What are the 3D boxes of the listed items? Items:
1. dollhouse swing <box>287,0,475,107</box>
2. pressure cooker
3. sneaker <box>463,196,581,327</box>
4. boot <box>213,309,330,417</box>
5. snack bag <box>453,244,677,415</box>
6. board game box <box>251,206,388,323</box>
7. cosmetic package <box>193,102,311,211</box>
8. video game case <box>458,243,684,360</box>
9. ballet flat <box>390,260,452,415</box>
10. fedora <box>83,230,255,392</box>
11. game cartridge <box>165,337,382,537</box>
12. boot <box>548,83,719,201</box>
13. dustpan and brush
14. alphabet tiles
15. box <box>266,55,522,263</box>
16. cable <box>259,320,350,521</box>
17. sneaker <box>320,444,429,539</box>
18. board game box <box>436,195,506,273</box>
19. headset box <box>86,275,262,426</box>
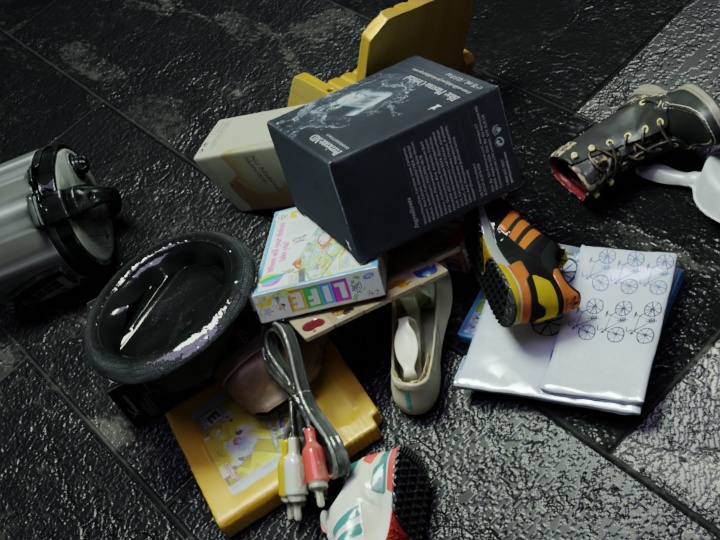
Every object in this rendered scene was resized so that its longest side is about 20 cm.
[{"bbox_3d":[0.024,-0.274,1.390,0.199,0.177,0.181,-28,43,-29],"label":"dollhouse swing"},{"bbox_3d":[-0.401,-0.063,1.432,0.198,0.180,0.177,-20,43,7],"label":"pressure cooker"},{"bbox_3d":[0.166,-0.019,1.182,0.089,0.071,0.201,-4,41,-9],"label":"sneaker"},{"bbox_3d":[-0.058,0.079,1.216,0.199,0.074,0.076,-39,77,-21],"label":"boot"},{"bbox_3d":[0.207,0.051,1.150,0.198,0.021,0.190,5,54,28],"label":"snack bag"},{"bbox_3d":[-0.037,-0.022,1.220,0.133,0.035,0.201,-13,27,10],"label":"board game box"},{"bbox_3d":[-0.098,-0.135,1.376,0.199,0.105,0.072,-3,49,47],"label":"cosmetic package"},{"bbox_3d":[0.218,0.037,1.185,0.198,0.018,0.144,13,59,32],"label":"video game case"},{"bbox_3d":[0.059,0.052,1.195,0.069,0.070,0.202,-9,54,16],"label":"ballet flat"},{"bbox_3d":[-0.187,0.055,1.189,0.198,0.092,0.202,-12,45,12],"label":"fedora"},{"bbox_3d":[-0.093,0.160,1.205,0.199,0.033,0.177,-33,46,-5],"label":"game cartridge"},{"bbox_3d":[0.298,-0.136,1.229,0.150,0.074,0.200,-34,20,-3],"label":"boot"},{"bbox_3d":[0.385,-0.097,1.210,0.198,0.058,0.140,23,52,30],"label":"dustpan and brush"},{"bbox_3d":[0.000,0.000,1.209,0.198,0.008,0.167,-24,28,-15],"label":"alphabet tiles"},{"bbox_3d":[0.033,-0.125,1.205,0.198,0.119,0.197,-26,27,-14],"label":"box"},{"bbox_3d":[-0.064,0.140,1.112,0.097,0.050,0.202,-33,68,50],"label":"cable"},{"bbox_3d":[0.002,0.262,1.063,0.093,0.070,0.202,-16,47,37],"label":"sneaker"},{"bbox_3d":[0.064,-0.084,1.336,0.198,0.047,0.152,11,57,30],"label":"board game box"},{"bbox_3d":[-0.201,0.063,1.306,0.198,0.078,0.149,-27,46,-1],"label":"headset box"}]
